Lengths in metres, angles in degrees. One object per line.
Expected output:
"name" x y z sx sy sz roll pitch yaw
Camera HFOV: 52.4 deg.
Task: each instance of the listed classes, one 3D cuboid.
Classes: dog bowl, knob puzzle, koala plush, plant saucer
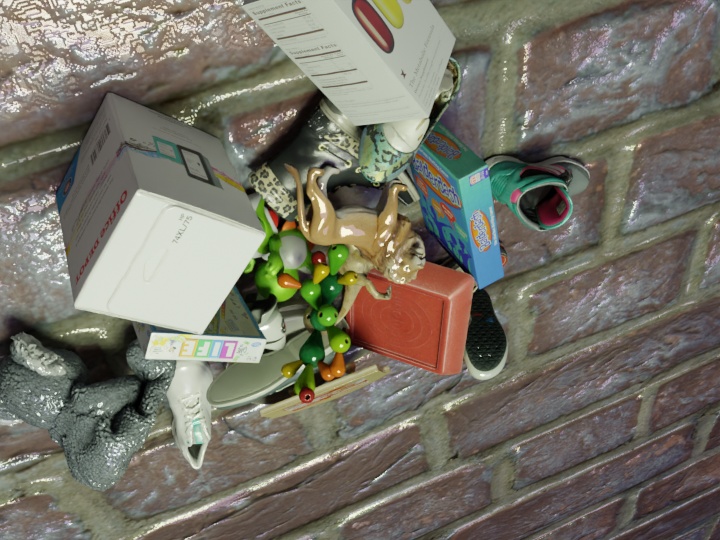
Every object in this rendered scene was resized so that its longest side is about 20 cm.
"dog bowl" -0.116 0.110 1.092 0.199 0.059 0.201 -14 133 -16
"knob puzzle" -0.051 0.174 1.097 0.219 0.031 0.220 -21 167 -5
"koala plush" -0.372 0.163 0.934 0.200 0.184 0.177 33 125 -21
"plant saucer" 0.056 0.064 1.067 0.037 0.199 0.200 -54 154 -43

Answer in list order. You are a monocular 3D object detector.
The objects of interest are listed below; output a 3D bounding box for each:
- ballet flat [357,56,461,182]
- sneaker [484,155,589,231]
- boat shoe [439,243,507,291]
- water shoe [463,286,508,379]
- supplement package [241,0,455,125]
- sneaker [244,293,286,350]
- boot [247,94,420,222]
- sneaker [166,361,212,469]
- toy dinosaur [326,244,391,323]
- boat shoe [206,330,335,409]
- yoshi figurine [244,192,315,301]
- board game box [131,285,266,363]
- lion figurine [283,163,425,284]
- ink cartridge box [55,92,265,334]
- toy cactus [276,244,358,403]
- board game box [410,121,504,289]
"ballet flat" 0.062 -0.187 0.859 0.200 0.074 0.074 -60 146 -31
"sneaker" 0.280 -0.114 1.067 0.199 0.121 0.084 -3 129 -27
"boat shoe" 0.149 0.015 1.151 0.199 0.063 0.071 -21 133 -12
"water shoe" 0.188 0.111 1.158 0.071 0.200 0.079 4 128 0
"supplement package" -0.005 -0.258 0.766 0.200 0.109 0.114 38 64 -44
"sneaker" -0.192 0.088 0.970 0.199 0.074 0.089 -5 125 18
"boot" -0.030 -0.116 0.938 0.154 0.074 0.203 -39 134 13
"sneaker" -0.248 0.213 1.089 0.075 0.089 0.201 -11 132 -18
"toy dinosaur" 0.000 0.000 0.994 0.101 0.058 0.201 15 134 18
"boat shoe" -0.118 0.150 1.034 0.199 0.073 0.062 -27 135 -14
"yoshi figurine" -0.135 -0.018 0.946 0.112 0.113 0.200 -34 140 25
"board game box" -0.209 0.037 0.876 0.134 0.200 0.034 7 115 -32
"lion figurine" -0.008 -0.055 0.879 0.199 0.072 0.123 10 104 -19
"ink cartridge box" -0.221 -0.060 0.786 0.146 0.200 0.147 19 118 -38
"toy cactus" -0.059 0.065 0.947 0.102 0.165 0.201 4 85 -6
"board game box" 0.124 -0.093 0.978 0.045 0.152 0.200 -28 135 -8
